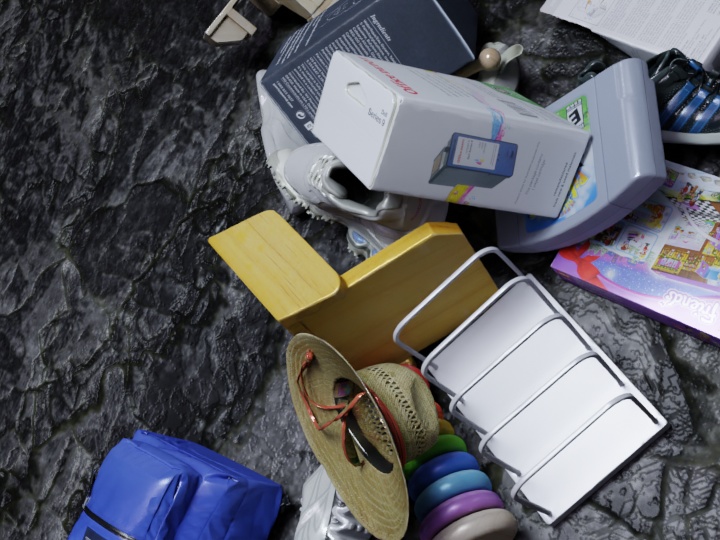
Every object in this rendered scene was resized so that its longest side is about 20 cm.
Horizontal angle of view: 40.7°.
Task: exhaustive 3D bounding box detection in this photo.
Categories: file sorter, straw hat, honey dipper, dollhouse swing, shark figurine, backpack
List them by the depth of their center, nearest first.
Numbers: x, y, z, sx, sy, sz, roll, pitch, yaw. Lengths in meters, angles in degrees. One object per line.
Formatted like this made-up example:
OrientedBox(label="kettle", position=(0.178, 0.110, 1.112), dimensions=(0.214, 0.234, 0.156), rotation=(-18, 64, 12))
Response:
OrientedBox(label="straw hat", position=(0.019, 0.127, 0.850), dimensions=(0.085, 0.201, 0.201), rotation=(-21, 50, -25))
OrientedBox(label="file sorter", position=(0.143, 0.096, 0.863), dimensions=(0.139, 0.125, 0.200), rotation=(-43, 54, 7))
OrientedBox(label="dollhouse swing", position=(0.000, 0.000, 0.944), dimensions=(0.176, 0.200, 0.182), rotation=(-44, 54, -1))
OrientedBox(label="backpack", position=(-0.204, 0.275, 0.967), dimensions=(0.162, 0.168, 0.200), rotation=(17, 82, 41))
OrientedBox(label="shark figurine", position=(0.131, -0.149, 1.009), dimensions=(0.215, 0.089, 0.128), rotation=(-57, 20, -12))
OrientedBox(label="honey dipper", position=(0.073, -0.193, 1.034), dimensions=(0.200, 0.038, 0.038), rotation=(-17, 59, 52))

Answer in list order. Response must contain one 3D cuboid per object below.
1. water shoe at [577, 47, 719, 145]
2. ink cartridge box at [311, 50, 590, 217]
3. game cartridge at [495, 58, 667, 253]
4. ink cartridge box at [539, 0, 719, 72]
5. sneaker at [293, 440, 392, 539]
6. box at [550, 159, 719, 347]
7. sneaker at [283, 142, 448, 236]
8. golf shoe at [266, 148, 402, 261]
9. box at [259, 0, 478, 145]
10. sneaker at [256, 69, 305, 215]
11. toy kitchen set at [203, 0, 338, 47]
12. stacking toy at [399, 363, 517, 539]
OrientedBox(label="water shoe", position=(0.298, -0.162, 0.891), dimensions=(0.200, 0.079, 0.072), rotation=(-2, 37, 22))
OrientedBox(label="ink cartridge box", position=(0.076, -0.123, 0.871), dimensions=(0.145, 0.200, 0.088), rotation=(48, 125, 53))
OrientedBox(label="game cartridge", position=(0.193, -0.093, 0.898), dimensions=(0.200, 0.040, 0.133), rotation=(-31, 58, 53))
OrientedBox(label="ink cartridge box", position=(0.308, -0.288, 0.983), dimensions=(0.200, 0.050, 0.161), rotation=(33, 89, 40))
OrientedBox(label="sneaker", position=(-0.031, 0.251, 0.939), dimensions=(0.081, 0.075, 0.200), rotation=(12, 73, 47))
OrientedBox(label="box", position=(0.291, -0.021, 0.877), dimensions=(0.200, 0.039, 0.137), rotation=(27, 84, 36))
OrientedBox(label="sneaker", position=(-0.013, -0.091, 0.933), dimensions=(0.200, 0.099, 0.078), rotation=(20, 91, 41))
OrientedBox(label="golf shoe", position=(-0.007, -0.084, 1.035), dimensions=(0.200, 0.078, 0.097), rotation=(39, 106, 14))
OrientedBox(label="box", position=(0.013, -0.235, 1.025), dimensions=(0.200, 0.107, 0.148), rotation=(-30, 22, 24))
OrientedBox(label="sneaker", position=(-0.068, -0.162, 1.138), dimensions=(0.088, 0.075, 0.200), rotation=(-12, 65, 3))
OrientedBox(label="toy kitchen set", position=(-0.072, -0.293, 1.190), dimensions=(0.163, 0.180, 0.200), rotation=(-50, 14, -1))
OrientedBox(label="stacking toy", position=(0.065, 0.171, 0.902), dimensions=(0.085, 0.085, 0.200), rotation=(-36, 55, 13))
